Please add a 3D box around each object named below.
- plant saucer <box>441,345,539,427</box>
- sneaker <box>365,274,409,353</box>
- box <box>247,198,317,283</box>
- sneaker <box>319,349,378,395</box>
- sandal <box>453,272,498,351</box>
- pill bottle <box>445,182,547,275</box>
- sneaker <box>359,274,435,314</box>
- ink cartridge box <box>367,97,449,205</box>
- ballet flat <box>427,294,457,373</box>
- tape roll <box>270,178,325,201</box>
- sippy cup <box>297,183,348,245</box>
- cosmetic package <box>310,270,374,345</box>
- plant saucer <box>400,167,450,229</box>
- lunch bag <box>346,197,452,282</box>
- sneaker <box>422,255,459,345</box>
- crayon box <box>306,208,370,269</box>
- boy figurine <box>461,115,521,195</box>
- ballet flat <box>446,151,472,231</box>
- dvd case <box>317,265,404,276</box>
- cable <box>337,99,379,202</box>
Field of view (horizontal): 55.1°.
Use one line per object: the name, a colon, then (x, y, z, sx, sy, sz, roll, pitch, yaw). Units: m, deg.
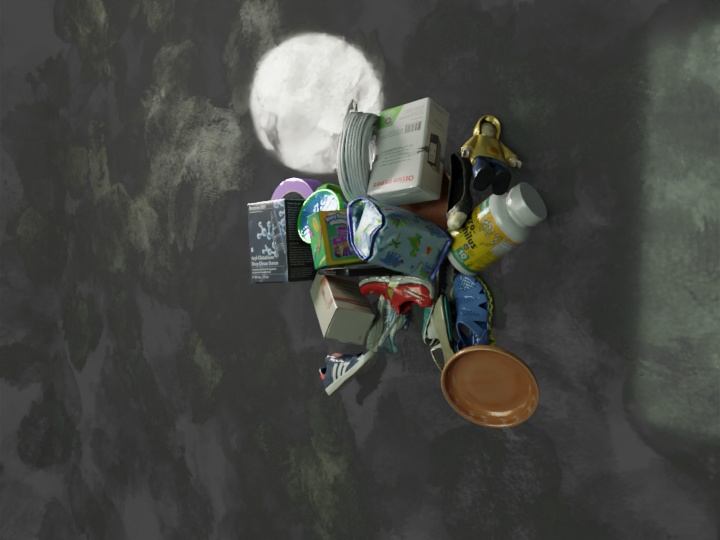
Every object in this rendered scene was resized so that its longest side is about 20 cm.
plant saucer: (0.262, 0.229, 1.391, 0.197, 0.038, 0.203, 11, 125, 17)
sneaker: (0.077, 0.096, 1.597, 0.085, 0.078, 0.203, 16, 89, 2)
box: (-0.193, -0.071, 1.714, 0.147, 0.106, 0.204, -2, 90, 43)
sneaker: (-0.038, 0.227, 1.695, 0.200, 0.074, 0.085, -43, 69, 36)
sandal: (0.230, 0.103, 1.434, 0.079, 0.086, 0.203, -22, 76, 43)
pill bottle: (0.267, -0.084, 1.370, 0.199, 0.112, 0.114, -37, 68, 38)
sneaker: (0.074, 0.052, 1.494, 0.198, 0.076, 0.087, -2, 88, 42)
ink cartridge box: (0.104, -0.251, 1.493, 0.144, 0.083, 0.204, -5, 70, 42)
ballet flat: (0.174, 0.149, 1.457, 0.069, 0.069, 0.203, -1, 114, 42)
tape roll: (-0.153, -0.135, 1.789, 0.198, 0.065, 0.204, 4, 96, 42)
sippy cup: (-0.060, -0.107, 1.648, 0.139, 0.130, 0.180, 27, 91, 43)
cosmetic package: (-0.046, 0.076, 1.621, 0.201, 0.102, 0.088, -115, 43, -56)
plant saucer: (0.144, -0.137, 1.535, 0.198, 0.032, 0.204, 2, 94, 42)
lunch bag: (0.068, -0.076, 1.428, 0.129, 0.168, 0.201, -64, 25, 19)
sneaker: (0.169, 0.063, 1.512, 0.079, 0.076, 0.204, 17, 99, 60)
crayon box: (-0.013, -0.074, 1.535, 0.058, 0.197, 0.121, -18, 80, 58)
boy figurine: (0.259, -0.231, 1.362, 0.202, 0.122, 0.065, -81, 6, -45)
ballet flat: (0.194, -0.159, 1.406, 0.066, 0.056, 0.202, -34, 34, 40)
dvd case: (0.000, 0.000, 1.555, 0.199, 0.140, 0.018, -177, 84, -67)
cable: (0.005, -0.254, 1.554, 0.068, 0.201, 0.202, 2, 53, 16)
